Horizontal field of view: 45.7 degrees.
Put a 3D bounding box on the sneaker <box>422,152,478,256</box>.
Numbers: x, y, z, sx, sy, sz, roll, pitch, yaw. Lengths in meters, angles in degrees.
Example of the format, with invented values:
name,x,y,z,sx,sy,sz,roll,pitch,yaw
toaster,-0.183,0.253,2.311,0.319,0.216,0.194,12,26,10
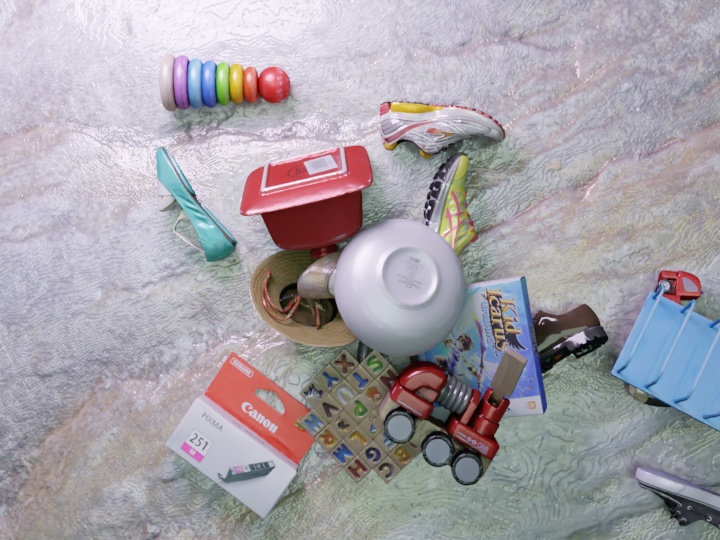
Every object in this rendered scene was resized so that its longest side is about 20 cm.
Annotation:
name,x,y,z,sx,sy,sz,roll,pitch,yaw
sneaker,0.144,-0.079,1.322,0.088,0.078,0.204,13,98,-7

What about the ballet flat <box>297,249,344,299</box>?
name,x,y,z,sx,sy,sz,roll,pitch,yaw
ballet flat,0.000,0.000,1.282,0.197,0.067,0.069,-23,123,-26

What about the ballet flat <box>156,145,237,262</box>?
name,x,y,z,sx,sy,sz,roll,pitch,yaw
ballet flat,-0.274,-0.097,1.325,0.070,0.067,0.201,-37,92,-6

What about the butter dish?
name,x,y,z,sx,sy,sz,roll,pitch,yaw
butter dish,-0.069,-0.088,1.284,0.195,0.201,0.150,-13,114,2

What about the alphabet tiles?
name,x,y,z,sx,sy,sz,roll,pitch,yaw
alphabet tiles,0.009,0.222,1.296,0.166,0.006,0.200,-43,99,7

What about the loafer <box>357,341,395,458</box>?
name,x,y,z,sx,sy,sz,roll,pitch,yaw
loafer,0.039,0.191,1.332,0.068,0.075,0.204,-10,101,-2

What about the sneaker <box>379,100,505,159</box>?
name,x,y,z,sx,sy,sz,roll,pitch,yaw
sneaker,0.125,-0.212,1.319,0.195,0.078,0.084,5,96,10

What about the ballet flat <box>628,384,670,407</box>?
name,x,y,z,sx,sy,sz,roll,pitch,yaw
ballet flat,0.516,0.182,1.325,0.195,0.057,0.068,2,91,1

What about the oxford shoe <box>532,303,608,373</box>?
name,x,y,z,sx,sy,sz,roll,pitch,yaw
oxford shoe,0.278,0.112,1.331,0.197,0.073,0.086,-24,64,7

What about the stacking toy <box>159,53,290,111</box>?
name,x,y,z,sx,sy,sz,roll,pitch,yaw
stacking toy,-0.206,-0.288,1.317,0.195,0.085,0.087,0,92,-3

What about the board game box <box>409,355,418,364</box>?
name,x,y,z,sx,sy,sz,roll,pitch,yaw
board game box,0.128,0.135,1.350,0.101,0.019,0.204,-14,91,3

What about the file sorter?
name,x,y,z,sx,sy,sz,roll,pitch,yaw
file sorter,0.482,0.127,1.212,0.197,0.123,0.141,27,84,15

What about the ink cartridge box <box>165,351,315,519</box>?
name,x,y,z,sx,sy,sz,roll,pitch,yaw
ink cartridge box,-0.178,0.259,1.349,0.199,0.044,0.175,36,93,0

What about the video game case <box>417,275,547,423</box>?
name,x,y,z,sx,sy,sz,roll,pitch,yaw
video game case,0.176,0.123,1.289,0.178,0.045,0.205,-10,91,21

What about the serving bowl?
name,x,y,z,sx,sy,sz,roll,pitch,yaw
serving bowl,0.063,0.016,1.219,0.196,0.066,0.205,4,73,-12

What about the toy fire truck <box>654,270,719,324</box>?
name,x,y,z,sx,sy,sz,roll,pitch,yaw
toy fire truck,0.519,0.104,1.298,0.138,0.049,0.205,4,79,11

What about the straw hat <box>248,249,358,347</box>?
name,x,y,z,sx,sy,sz,roll,pitch,yaw
straw hat,-0.086,0.063,1.316,0.198,0.202,0.086,28,134,0

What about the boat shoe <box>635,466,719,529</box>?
name,x,y,z,sx,sy,sz,roll,pitch,yaw
boat shoe,0.514,0.368,1.329,0.197,0.070,0.067,21,90,-7

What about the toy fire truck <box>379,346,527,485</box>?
name,x,y,z,sx,sy,sz,roll,pitch,yaw
toy fire truck,0.142,0.180,1.220,0.174,0.129,0.202,31,94,-1
